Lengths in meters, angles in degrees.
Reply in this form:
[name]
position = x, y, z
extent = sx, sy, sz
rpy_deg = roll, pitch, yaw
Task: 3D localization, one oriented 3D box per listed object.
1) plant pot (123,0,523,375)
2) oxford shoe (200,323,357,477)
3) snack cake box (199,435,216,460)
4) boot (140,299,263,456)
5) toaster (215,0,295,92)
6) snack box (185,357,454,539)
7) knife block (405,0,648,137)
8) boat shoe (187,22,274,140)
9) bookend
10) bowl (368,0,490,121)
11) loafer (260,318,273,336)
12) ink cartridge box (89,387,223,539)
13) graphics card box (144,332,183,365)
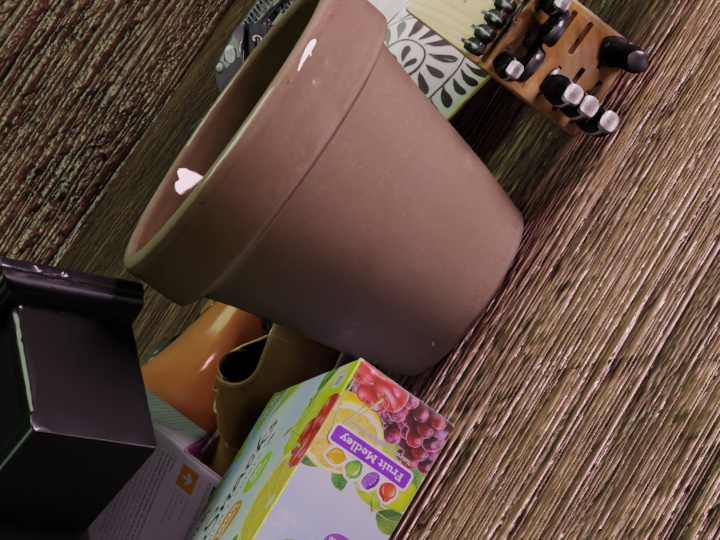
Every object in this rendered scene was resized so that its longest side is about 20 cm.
[plant pot]
position = -0.007, -0.036, 1.436
extent = 0.201, 0.174, 0.200
rpy_deg = -52, 12, 15
[oxford shoe]
position = -0.065, 0.081, 1.604
extent = 0.200, 0.071, 0.072
rpy_deg = -50, 13, 52
[snack cake box]
position = -0.193, 0.104, 1.739
extent = 0.067, 0.199, 0.115
rpy_deg = -52, 11, 11
[boot]
position = -0.086, 0.036, 1.702
extent = 0.155, 0.074, 0.200
rpy_deg = -53, -2, 14
[toaster]
position = 0.000, -0.168, 1.853
extent = 0.129, 0.114, 0.200
rpy_deg = 12, -59, -53
[snack box]
position = -0.049, 0.153, 1.330
extent = 0.201, 0.067, 0.169
rpy_deg = -57, 9, -16
[knife block]
position = 0.119, -0.118, 1.483
extent = 0.064, 0.175, 0.200
rpy_deg = -52, -34, 5
[boat shoe]
position = -0.080, -0.088, 1.701
extent = 0.075, 0.066, 0.200
rpy_deg = 114, 176, -62
[bookend]
position = -0.187, 0.136, 1.393
extent = 0.199, 0.092, 0.201
rpy_deg = -47, 45, 39
[bowl]
position = 0.036, -0.148, 1.706
extent = 0.201, 0.094, 0.201
rpy_deg = -45, 3, 3
[loafer]
position = 0.000, 0.000, 1.616
extent = 0.200, 0.071, 0.073
rpy_deg = -56, 48, 42
[ink cartridge box]
position = -0.165, 0.158, 1.517
extent = 0.043, 0.200, 0.197
rpy_deg = -4, -57, -55
[graphics card box]
position = -0.170, 0.141, 1.928
extent = 0.201, 0.051, 0.125
rpy_deg = -57, 11, -16
